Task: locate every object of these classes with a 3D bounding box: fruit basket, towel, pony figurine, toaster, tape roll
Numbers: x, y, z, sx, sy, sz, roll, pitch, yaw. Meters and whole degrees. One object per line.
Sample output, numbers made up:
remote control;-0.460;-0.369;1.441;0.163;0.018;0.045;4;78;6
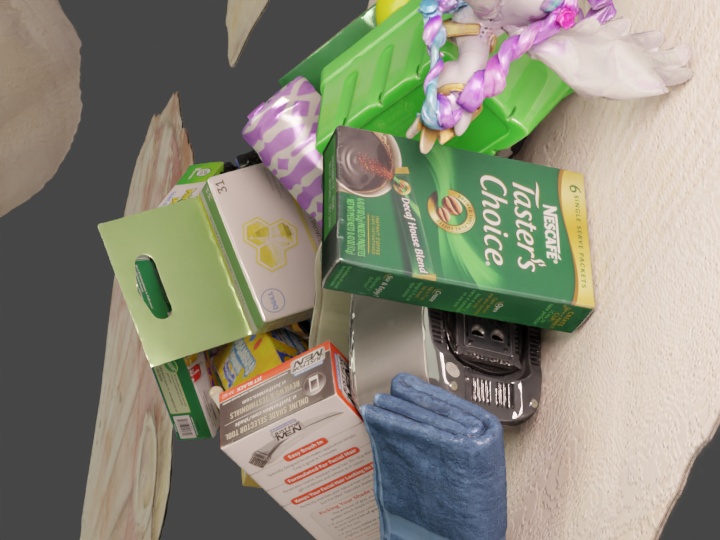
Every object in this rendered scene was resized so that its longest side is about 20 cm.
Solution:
fruit basket;0.067;-0.167;1.479;0.216;0.155;0.216;-43;17;16
towel;0.059;0.179;1.399;0.111;0.049;0.201;21;132;32
pony figurine;0.113;-0.183;1.283;0.193;0.166;0.201;-16;52;43
toaster;0.062;0.038;1.466;0.129;0.113;0.201;-24;60;49
tape roll;0.016;-0.217;1.729;0.200;0.048;0.200;-38;7;5

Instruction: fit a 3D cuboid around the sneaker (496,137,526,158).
sneaker;0.054;-0.129;1.586;0.199;0.083;0.072;5;78;47

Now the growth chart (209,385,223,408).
growth chart;-0.054;0.169;1.743;0.018;0.200;0.145;-55;42;7

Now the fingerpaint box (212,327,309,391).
fingerpaint box;-0.037;0.127;1.727;0.074;0.166;0.200;-55;19;7

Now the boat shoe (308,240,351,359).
boat shoe;-0.003;-0.001;1.584;0.060;0.072;0.202;-78;2;-48

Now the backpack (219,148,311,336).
backpack;-0.032;-0.029;1.848;0.183;0.134;0.201;44;-159;-78

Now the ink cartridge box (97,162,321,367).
ink cartridge box;-0.116;-0.012;1.697;0.146;0.199;0.048;68;155;12

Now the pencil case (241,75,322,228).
pencil case;-0.018;-0.076;1.653;0.084;0.200;0.085;-39;2;-9

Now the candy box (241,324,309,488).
candy box;-0.066;0.135;1.948;0.201;0.116;0.057;-99;22;-47

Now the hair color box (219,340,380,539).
hair color box;-0.016;0.155;1.550;0.111;0.200;0.064;-26;42;17

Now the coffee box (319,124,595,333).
coffee box;0.070;-0.030;1.367;0.044;0.199;0.123;124;152;-53

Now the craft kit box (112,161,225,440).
craft kit box;-0.155;0.028;1.834;0.198;0.048;0.201;-64;-38;-56
